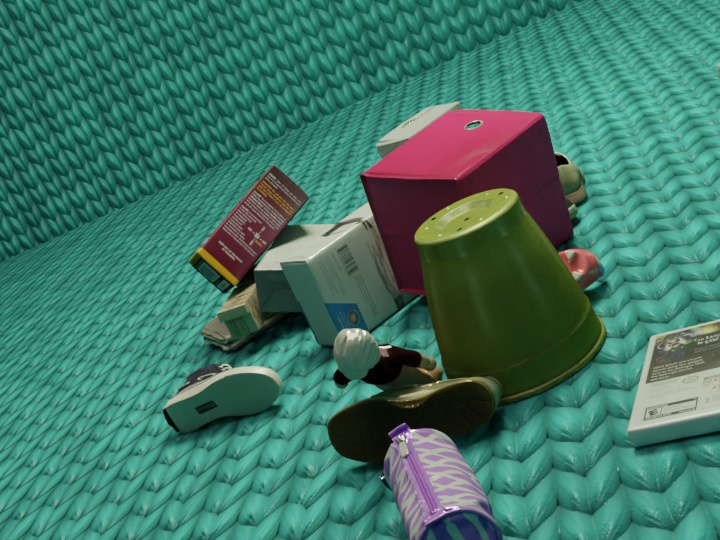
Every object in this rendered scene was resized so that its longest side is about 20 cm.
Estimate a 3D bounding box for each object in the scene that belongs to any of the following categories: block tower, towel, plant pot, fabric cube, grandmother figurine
[{"bbox_3d":[-0.176,0.044,1.834,0.053,0.058,0.200,-20,17,19],"label":"block tower"},{"bbox_3d":[-0.172,0.070,1.899,0.199,0.035,0.132,-34,20,-21],"label":"towel"},{"bbox_3d":[0.156,0.018,1.279,0.198,0.195,0.201,-23,16,7],"label":"plant pot"},{"bbox_3d":[0.153,-0.095,1.579,0.199,0.202,0.195,-36,29,-33],"label":"fabric cube"},{"bbox_3d":[0.022,0.108,1.247,0.120,0.061,0.200,-25,-26,13],"label":"grandmother figurine"}]

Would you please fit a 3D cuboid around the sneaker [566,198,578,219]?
[{"bbox_3d":[0.258,-0.112,1.712,0.075,0.089,0.200,-28,18,-16],"label":"sneaker"}]

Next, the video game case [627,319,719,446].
[{"bbox_3d":[0.361,0.092,1.052,0.198,0.024,0.182,-18,19,29],"label":"video game case"}]

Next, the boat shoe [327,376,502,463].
[{"bbox_3d":[0.059,0.159,1.222,0.199,0.074,0.063,-21,0,22],"label":"boat shoe"}]

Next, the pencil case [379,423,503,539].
[{"bbox_3d":[0.072,0.210,1.015,0.083,0.086,0.200,-28,17,-2],"label":"pencil case"}]

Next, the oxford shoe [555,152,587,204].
[{"bbox_3d":[0.322,-0.163,1.792,0.070,0.075,0.200,-24,17,6],"label":"oxford shoe"}]

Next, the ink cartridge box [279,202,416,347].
[{"bbox_3d":[0.000,0.000,1.653,0.199,0.146,0.083,-35,18,-30],"label":"ink cartridge box"}]

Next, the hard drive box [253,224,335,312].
[{"bbox_3d":[-0.073,-0.007,1.828,0.153,0.078,0.200,0,23,13],"label":"hard drive box"}]

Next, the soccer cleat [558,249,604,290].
[{"bbox_3d":[0.218,0.025,1.425,0.198,0.068,0.076,-25,-21,33],"label":"soccer cleat"}]

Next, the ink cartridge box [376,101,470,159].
[{"bbox_3d":[0.133,-0.156,1.831,0.145,0.202,0.083,-38,20,-36],"label":"ink cartridge box"}]

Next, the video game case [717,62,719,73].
[{"bbox_3d":[0.730,-0.371,1.907,0.180,0.023,0.200,-24,16,7],"label":"video game case"}]

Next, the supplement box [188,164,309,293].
[{"bbox_3d":[-0.187,-0.068,1.855,0.201,0.085,0.110,-51,8,-17],"label":"supplement box"}]

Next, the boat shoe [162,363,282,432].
[{"bbox_3d":[-0.186,0.159,1.569,0.198,0.075,0.093,-19,25,26],"label":"boat shoe"}]
